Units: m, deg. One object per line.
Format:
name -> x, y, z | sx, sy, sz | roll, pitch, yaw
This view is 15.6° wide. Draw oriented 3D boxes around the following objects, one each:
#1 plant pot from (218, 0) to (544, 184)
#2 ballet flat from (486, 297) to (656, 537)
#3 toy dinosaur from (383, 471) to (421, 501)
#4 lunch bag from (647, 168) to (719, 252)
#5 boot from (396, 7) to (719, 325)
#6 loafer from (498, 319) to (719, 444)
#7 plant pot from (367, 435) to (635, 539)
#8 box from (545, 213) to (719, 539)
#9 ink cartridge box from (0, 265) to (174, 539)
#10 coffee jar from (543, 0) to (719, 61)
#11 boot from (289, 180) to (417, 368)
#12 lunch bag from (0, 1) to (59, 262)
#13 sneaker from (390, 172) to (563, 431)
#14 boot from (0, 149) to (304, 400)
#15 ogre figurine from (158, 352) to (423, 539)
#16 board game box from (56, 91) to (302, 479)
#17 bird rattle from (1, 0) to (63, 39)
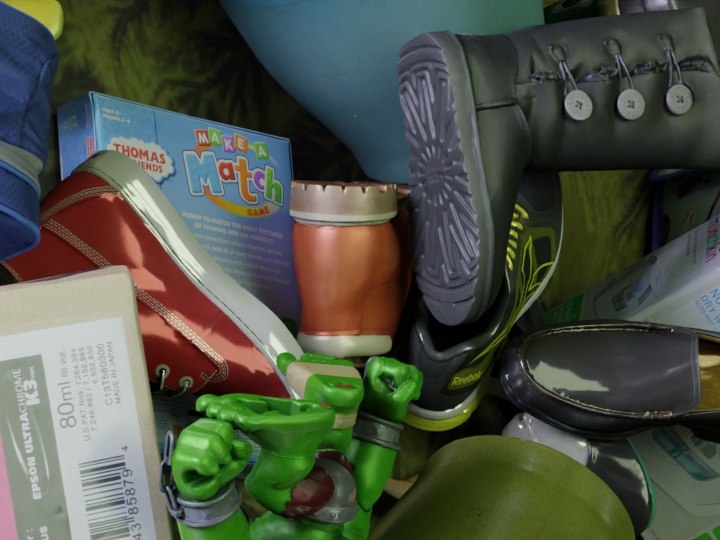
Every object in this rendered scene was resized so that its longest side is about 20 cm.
plant pot -> 0.023, -0.163, 1.552 | 0.189, 0.199, 0.200 | 60, 40, -27
ballet flat -> 0.102, 0.082, 1.575 | 0.068, 0.068, 0.200 | 0, 47, -40
toy dinosaur -> 0.049, 0.137, 1.556 | 0.199, 0.060, 0.107 | 3, 50, -53
lunch bag -> 0.288, -0.037, 1.786 | 0.124, 0.169, 0.201 | 32, 53, -40
boot -> 0.122, -0.062, 1.494 | 0.199, 0.065, 0.166 | -8, 97, -35
loafer -> 0.177, 0.058, 1.527 | 0.199, 0.072, 0.073 | 4, 69, -24
plant pot -> 0.061, 0.200, 1.420 | 0.200, 0.200, 0.193 | 47, 45, -22
box -> 0.235, 0.082, 1.660 | 0.200, 0.176, 0.097 | 55, 21, -15
ink cartridge box -> -0.178, 0.108, 1.244 | 0.164, 0.075, 0.201 | -11, 92, -29
coffee jar -> 0.149, -0.134, 1.654 | 0.104, 0.199, 0.086 | -39, 102, -48
boot -> 0.000, 0.000, 1.519 | 0.200, 0.075, 0.108 | -14, 105, -75
lunch bag -> -0.241, -0.065, 1.262 | 0.199, 0.135, 0.133 | 26, 56, -38
sneaker -> 0.076, -0.002, 1.537 | 0.074, 0.085, 0.201 | 20, 62, 2
boot -> -0.116, 0.056, 1.350 | 0.200, 0.072, 0.144 | 47, 59, -5
ogre figurine -> -0.035, 0.114, 1.288 | 0.200, 0.097, 0.121 | -49, 148, -74
board game box -> -0.095, 0.012, 1.458 | 0.151, 0.036, 0.201 | 12, 67, -43
bird rattle -> -0.222, -0.192, 1.331 | 0.200, 0.163, 0.113 | 32, 34, -45
